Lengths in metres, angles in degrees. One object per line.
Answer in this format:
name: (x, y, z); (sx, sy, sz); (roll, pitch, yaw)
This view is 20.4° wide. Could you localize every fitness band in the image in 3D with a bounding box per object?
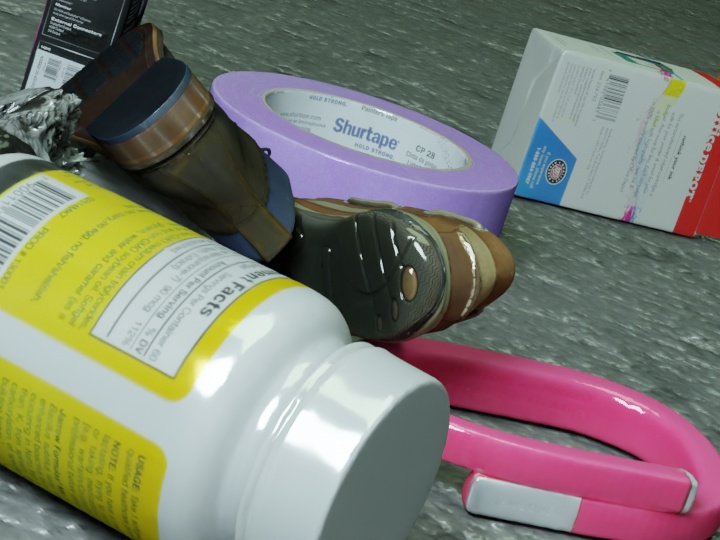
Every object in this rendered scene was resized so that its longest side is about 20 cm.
fitness band: (0.084, 0.077, 0.952); (0.200, 0.037, 0.144); (13, 17, -19)

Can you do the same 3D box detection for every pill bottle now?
pill bottle: (-0.075, 0.043, 0.756); (0.200, 0.114, 0.114); (26, 18, 22)

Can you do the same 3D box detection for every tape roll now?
tape roll: (-0.005, -0.059, 1.246); (0.200, 0.066, 0.200); (16, 17, -5)

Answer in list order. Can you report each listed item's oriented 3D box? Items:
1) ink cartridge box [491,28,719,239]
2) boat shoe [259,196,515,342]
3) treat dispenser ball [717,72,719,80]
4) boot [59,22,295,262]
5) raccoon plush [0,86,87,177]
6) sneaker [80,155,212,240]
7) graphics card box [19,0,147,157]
ink cartridge box: (0.210, -0.100, 1.512); (0.200, 0.116, 0.067); (12, 17, -22)
boat shoe: (0.000, 0.000, 0.979); (0.074, 0.076, 0.200); (-5, 9, -33)
treat dispenser ball: (0.390, -0.128, 1.647); (0.201, 0.201, 0.201); (17, 17, -5)
boot: (-0.094, -0.061, 0.992); (0.097, 0.075, 0.200); (49, -1, -22)
raccoon plush: (-0.177, -0.001, 0.906); (0.200, 0.134, 0.097); (-11, 18, 24)
sneaker: (-0.169, -0.034, 0.993); (0.200, 0.074, 0.116); (28, 14, 1)
graphics card box: (-0.153, -0.161, 1.176); (0.051, 0.200, 0.125); (17, 18, -4)
